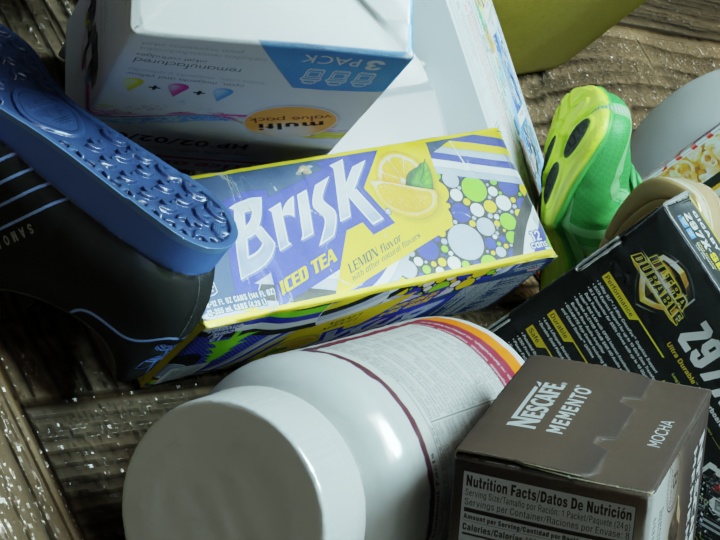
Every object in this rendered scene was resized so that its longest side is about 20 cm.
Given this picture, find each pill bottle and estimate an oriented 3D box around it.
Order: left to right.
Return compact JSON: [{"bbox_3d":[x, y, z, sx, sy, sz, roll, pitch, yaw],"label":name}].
[{"bbox_3d":[-0.006,0.083,0.919,0.110,0.109,0.200,59,27,10],"label":"pill bottle"}]

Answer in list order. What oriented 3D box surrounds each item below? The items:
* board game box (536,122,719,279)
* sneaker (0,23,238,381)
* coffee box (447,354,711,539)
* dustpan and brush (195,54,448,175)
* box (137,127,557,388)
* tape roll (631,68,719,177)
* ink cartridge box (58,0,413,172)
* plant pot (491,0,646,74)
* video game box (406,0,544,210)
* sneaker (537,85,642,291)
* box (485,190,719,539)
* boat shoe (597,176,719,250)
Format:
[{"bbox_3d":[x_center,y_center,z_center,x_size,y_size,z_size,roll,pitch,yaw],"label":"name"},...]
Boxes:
[{"bbox_3d":[0.214,0.031,1.296,0.200,0.151,0.046,55,27,0],"label":"board game box"},{"bbox_3d":[-0.142,-0.038,0.895,0.200,0.078,0.070,39,25,17],"label":"sneaker"},{"bbox_3d":[0.081,0.149,0.895,0.113,0.079,0.201,-39,136,-64],"label":"coffee box"},{"bbox_3d":[0.000,0.000,1.079,0.139,0.057,0.201,-11,69,-32],"label":"dustpan and brush"},{"bbox_3d":[-0.015,-0.008,0.986,0.199,0.064,0.070,-11,70,-39],"label":"box"},{"bbox_3d":[0.254,-0.028,1.373,0.202,0.202,0.071,42,29,-23],"label":"tape roll"},{"bbox_3d":[-0.060,-0.090,0.952,0.115,0.200,0.068,4,74,-16],"label":"ink cartridge box"},{"bbox_3d":[0.093,-0.236,1.378,0.196,0.194,0.200,56,31,4],"label":"plant pot"},{"bbox_3d":[0.048,-0.120,1.216,0.182,0.047,0.201,-58,130,-72],"label":"video game box"},{"bbox_3d":[0.138,-0.028,1.214,0.200,0.083,0.074,82,13,-53],"label":"sneaker"},{"bbox_3d":[0.149,0.089,1.111,0.200,0.159,0.049,57,26,7],"label":"box"},{"bbox_3d":[0.165,0.037,1.181,0.069,0.201,0.074,-21,38,-38],"label":"boat shoe"}]
